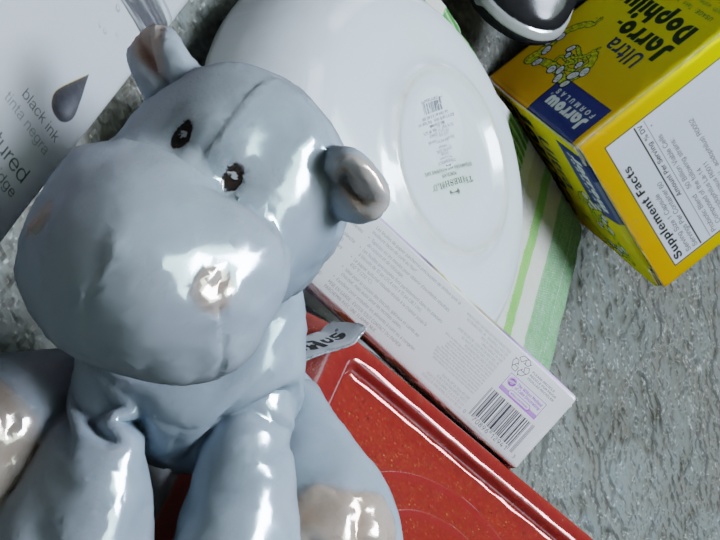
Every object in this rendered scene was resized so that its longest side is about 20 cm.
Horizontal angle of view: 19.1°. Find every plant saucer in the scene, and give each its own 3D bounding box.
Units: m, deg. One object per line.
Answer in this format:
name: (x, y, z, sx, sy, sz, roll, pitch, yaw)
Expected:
plant saucer: (0.017, 0.129, 0.793, 0.200, 0.037, 0.200, 40, 44, -14)

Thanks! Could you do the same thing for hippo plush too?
hippo plush: (-0.038, 0.021, 0.691, 0.159, 0.161, 0.200, 37, 47, 13)

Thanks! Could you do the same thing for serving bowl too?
serving bowl: (0.016, -0.043, 0.957, 0.200, 0.066, 0.200, 21, 63, -49)

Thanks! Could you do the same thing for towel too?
towel: (0.052, -0.035, 1.090, 0.200, 0.023, 0.153, 53, 40, -36)

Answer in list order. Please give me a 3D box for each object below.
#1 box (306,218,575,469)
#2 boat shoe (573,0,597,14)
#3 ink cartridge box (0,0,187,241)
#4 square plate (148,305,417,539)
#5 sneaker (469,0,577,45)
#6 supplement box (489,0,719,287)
box: (0.000, 0.000, 0.860, 0.200, 0.041, 0.039, 41, -7, 1)
boat shoe: (0.118, -0.163, 1.193, 0.200, 0.068, 0.072, 58, 37, -27)
ink cartridge box: (-0.138, -0.119, 0.725, 0.145, 0.084, 0.200, 56, 49, -30)
square plate: (-0.027, 0.091, 0.826, 0.198, 0.028, 0.200, 37, 44, -19)
sneaker: (0.101, -0.219, 1.111, 0.072, 0.083, 0.200, 11, 80, -20)
supplement box: (0.190, -0.107, 1.148, 0.109, 0.200, 0.110, 55, -4, -33)
